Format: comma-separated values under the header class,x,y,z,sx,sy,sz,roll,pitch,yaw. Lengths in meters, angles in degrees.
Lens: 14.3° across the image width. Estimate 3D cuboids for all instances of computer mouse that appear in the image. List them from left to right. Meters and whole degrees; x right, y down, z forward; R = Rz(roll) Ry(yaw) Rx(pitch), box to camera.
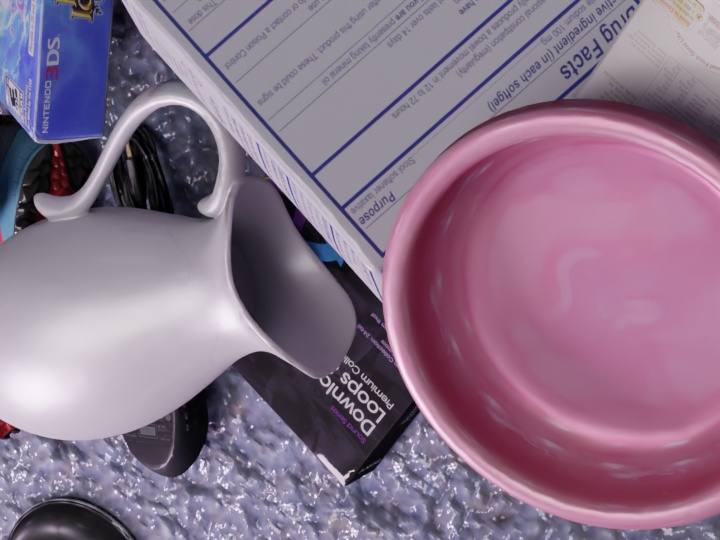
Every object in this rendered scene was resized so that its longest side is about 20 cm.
class,x,y,z,sx,sy,sz,roll,pitch,yaw
computer mouse,-0.114,0.017,1.608,0.058,0.034,0.201,6,104,46

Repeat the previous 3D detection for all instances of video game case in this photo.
class,x,y,z,sx,sy,sz,roll,pitch,yaw
video game case,-0.180,-0.195,1.510,0.181,0.045,0.201,46,136,52

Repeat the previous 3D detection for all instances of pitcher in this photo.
class,x,y,z,sx,sy,sz,roll,pitch,yaw
pitcher,-0.123,-0.003,1.508,0.199,0.121,0.172,-15,101,31

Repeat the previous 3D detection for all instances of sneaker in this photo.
class,x,y,z,sx,sy,sz,roll,pitch,yaw
sneaker,-0.212,0.005,1.649,0.095,0.079,0.201,29,112,34

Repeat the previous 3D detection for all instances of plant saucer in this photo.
class,x,y,z,sx,sy,sz,roll,pitch,yaw
plant saucer,0.110,0.015,1.248,0.200,0.051,0.201,10,119,19

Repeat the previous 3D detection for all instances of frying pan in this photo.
class,x,y,z,sx,sy,sz,roll,pitch,yaw
frying pan,-0.203,0.185,1.725,0.189,0.031,0.115,12,111,28

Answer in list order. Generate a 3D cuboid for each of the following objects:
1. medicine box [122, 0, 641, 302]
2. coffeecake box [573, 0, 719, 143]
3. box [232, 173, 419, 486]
class,x,y,z,sx,sy,sz,roll,pitch,yaw
medicine box,0.015,-0.118,1.370,0.182,0.103,0.200,-41,79,-4
coffeecake box,0.158,-0.078,1.308,0.073,0.153,0.200,42,125,13
box,0.000,0.000,1.516,0.143,0.036,0.200,46,127,14
